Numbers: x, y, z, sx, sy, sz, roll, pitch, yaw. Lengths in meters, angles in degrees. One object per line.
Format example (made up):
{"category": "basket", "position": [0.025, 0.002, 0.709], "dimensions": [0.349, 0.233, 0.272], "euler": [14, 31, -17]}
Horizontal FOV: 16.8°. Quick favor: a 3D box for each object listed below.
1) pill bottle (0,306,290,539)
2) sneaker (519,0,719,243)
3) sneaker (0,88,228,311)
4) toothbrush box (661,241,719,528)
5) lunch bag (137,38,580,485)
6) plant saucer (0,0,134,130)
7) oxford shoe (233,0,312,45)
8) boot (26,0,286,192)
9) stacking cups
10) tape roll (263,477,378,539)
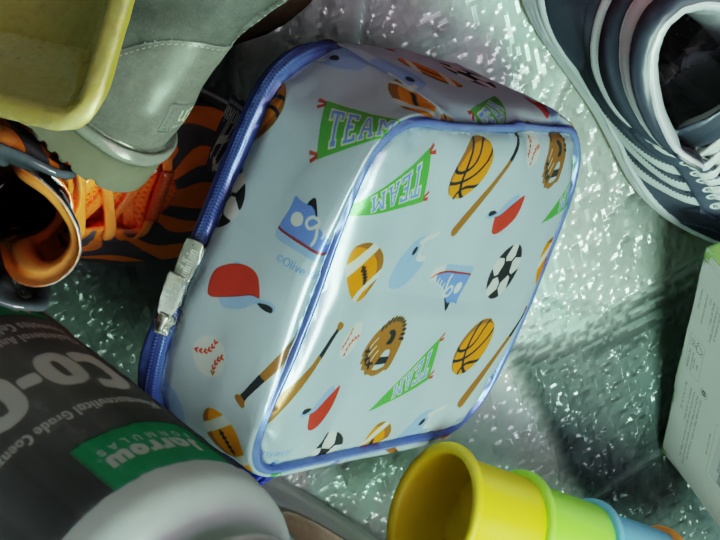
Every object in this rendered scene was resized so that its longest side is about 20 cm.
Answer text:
{"category": "pill bottle", "position": [-0.095, 0.095, 0.822], "dimensions": [0.113, 0.200, 0.114], "euler": [-27, 134, -32]}
{"category": "sneaker", "position": [0.147, -0.057, 0.989], "dimensions": [0.070, 0.108, 0.200], "euler": [-47, 126, -2]}
{"category": "sneaker", "position": [-0.102, -0.022, 0.861], "dimensions": [0.199, 0.112, 0.078], "euler": [2, 111, -30]}
{"category": "toothbrush box", "position": [0.244, 0.030, 1.072], "dimensions": [0.199, 0.086, 0.146], "euler": [-22, 145, -21]}
{"category": "lunch bag", "position": [0.000, 0.000, 0.911], "dimensions": [0.200, 0.075, 0.161], "euler": [-2, 118, -61]}
{"category": "plant saucer", "position": [-0.127, -0.152, 0.737], "dimensions": [0.048, 0.199, 0.202], "euler": [24, 81, -66]}
{"category": "oxford shoe", "position": [-0.077, -0.155, 0.841], "dimensions": [0.084, 0.073, 0.201], "euler": [-35, 123, -3]}
{"category": "boot", "position": [-0.069, -0.146, 0.772], "dimensions": [0.181, 0.073, 0.200], "euler": [39, 119, -5]}
{"category": "stacking cups", "position": [0.107, 0.124, 1.005], "dimensions": [0.199, 0.060, 0.061], "euler": [19, 102, -30]}
{"category": "tape roll", "position": [-0.010, 0.150, 0.939], "dimensions": [0.202, 0.202, 0.071], "euler": [34, 94, -36]}
